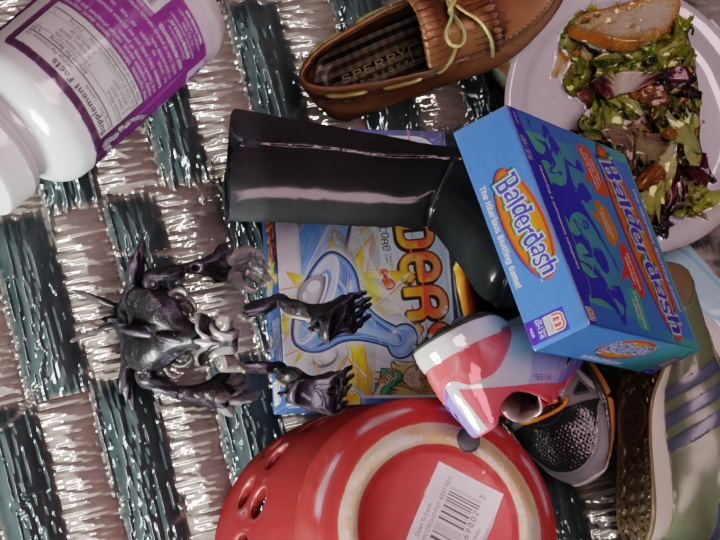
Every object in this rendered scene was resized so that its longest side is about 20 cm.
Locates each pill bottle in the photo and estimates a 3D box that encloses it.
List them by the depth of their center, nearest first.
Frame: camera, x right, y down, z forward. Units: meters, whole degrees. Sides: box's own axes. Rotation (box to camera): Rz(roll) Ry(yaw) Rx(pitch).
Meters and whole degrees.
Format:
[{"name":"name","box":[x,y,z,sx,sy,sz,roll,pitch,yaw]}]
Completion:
[{"name":"pill bottle","box":[-0.195,-0.131,1.559,0.112,0.112,0.200,47,67,-3]}]

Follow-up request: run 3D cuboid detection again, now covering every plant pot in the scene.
[{"name":"plant pot","box":[0.018,0.181,1.522,0.199,0.182,0.201,5,74,-16]}]

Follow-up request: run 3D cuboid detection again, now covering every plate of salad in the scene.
[{"name":"plate of salad","box":[0.199,-0.112,1.652,0.199,0.048,0.201,4,78,-19]}]

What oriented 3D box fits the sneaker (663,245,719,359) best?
[{"name":"sneaker","box":[0.287,0.058,1.705,0.200,0.074,0.082,46,63,-9]}]

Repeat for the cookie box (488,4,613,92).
[{"name":"cookie box","box":[0.113,-0.260,1.718,0.171,0.075,0.200,-42,92,-21]}]

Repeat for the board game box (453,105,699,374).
[{"name":"board game box","box":[0.144,-0.016,1.504,0.200,0.045,0.153,13,54,-62]}]

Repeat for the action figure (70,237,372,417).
[{"name":"action figure","box":[-0.093,0.044,1.554,0.199,0.102,0.119,10,96,27]}]

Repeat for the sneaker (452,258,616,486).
[{"name":"sneaker","box":[0.114,0.060,1.624,0.078,0.077,0.201,-28,84,20]}]

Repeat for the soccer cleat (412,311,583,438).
[{"name":"soccer cleat","box":[0.109,0.063,1.511,0.200,0.068,0.073,-8,69,-56]}]

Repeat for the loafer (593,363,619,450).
[{"name":"loafer","box":[0.214,0.127,1.677,0.072,0.063,0.201,-16,86,-49]}]

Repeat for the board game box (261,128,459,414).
[{"name":"board game box","box":[0.000,0.000,1.636,0.135,0.034,0.201,0,77,-20]}]

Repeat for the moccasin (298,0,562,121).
[{"name":"moccasin","box":[0.050,-0.171,1.624,0.201,0.078,0.074,-18,76,14]}]

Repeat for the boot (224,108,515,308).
[{"name":"boot","box":[0.007,-0.042,1.548,0.199,0.165,0.066,10,118,-9]}]

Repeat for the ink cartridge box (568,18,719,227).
[{"name":"ink cartridge box","box":[0.215,-0.081,1.714,0.200,0.067,0.117,-38,92,-23]}]

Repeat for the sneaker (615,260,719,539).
[{"name":"sneaker","box":[0.232,0.098,1.614,0.089,0.067,0.201,10,78,-23]}]
